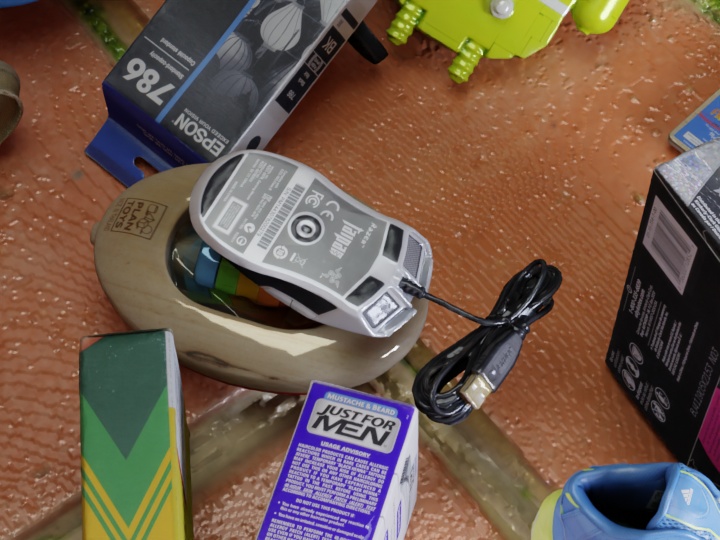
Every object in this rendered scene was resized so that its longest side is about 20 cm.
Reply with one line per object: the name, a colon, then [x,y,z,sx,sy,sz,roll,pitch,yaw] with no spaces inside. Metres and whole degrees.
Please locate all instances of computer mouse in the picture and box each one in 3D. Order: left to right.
computer mouse: [0.000,0.000,1.104,0.200,0.044,0.110,29,67,9]

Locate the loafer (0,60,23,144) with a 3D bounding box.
loafer: [-0.272,-0.046,1.198,0.200,0.076,0.067,-40,67,-11]

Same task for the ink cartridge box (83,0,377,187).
ink cartridge box: [-0.079,-0.127,1.220,0.099,0.039,0.200,36,90,20]

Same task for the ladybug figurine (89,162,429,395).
ladybug figurine: [-0.059,0.010,1.162,0.199,0.072,0.136,19,61,10]

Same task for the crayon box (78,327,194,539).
crayon box: [-0.111,0.147,1.045,0.051,0.127,0.201,-5,58,-3]

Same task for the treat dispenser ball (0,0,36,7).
treat dispenser ball: [-0.231,-0.262,1.251,0.200,0.201,0.201,0,58,0]

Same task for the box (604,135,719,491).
box: [0.220,0.022,1.081,0.114,0.200,0.132,-25,62,-17]

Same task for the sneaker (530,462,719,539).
sneaker: [0.183,0.158,1.054,0.199,0.105,0.076,17,60,10]

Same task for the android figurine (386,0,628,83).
android figurine: [0.090,-0.215,1.264,0.182,0.041,0.200,33,93,-7]

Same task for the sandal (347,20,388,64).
sandal: [-0.026,-0.215,1.296,0.045,0.075,0.200,-29,59,2]

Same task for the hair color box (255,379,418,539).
hair color box: [-0.026,0.171,1.042,0.065,0.109,0.200,15,59,10]

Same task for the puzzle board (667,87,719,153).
puzzle board: [0.309,-0.065,1.243,0.200,0.017,0.151,40,67,22]
